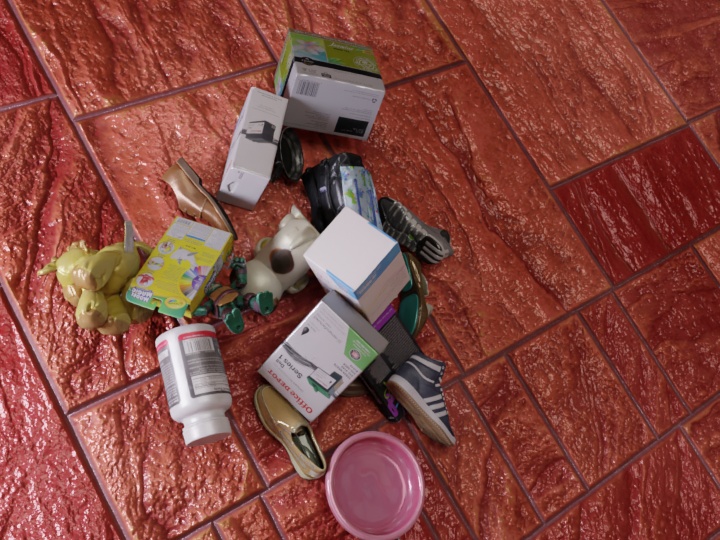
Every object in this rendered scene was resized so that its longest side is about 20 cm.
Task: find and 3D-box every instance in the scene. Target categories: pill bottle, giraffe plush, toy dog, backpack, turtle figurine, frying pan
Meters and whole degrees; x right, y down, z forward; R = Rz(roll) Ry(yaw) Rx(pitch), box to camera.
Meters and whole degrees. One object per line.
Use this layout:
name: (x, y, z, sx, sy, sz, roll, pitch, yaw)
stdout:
pill bottle: (-0.292, 0.204, 1.479, 0.111, 0.111, 0.200, -8, 70, -25)
giraffe plush: (-0.476, 0.011, 1.471, 0.173, 0.162, 0.200, 26, 68, -58)
toy dog: (-0.151, -0.004, 1.601, 0.200, 0.194, 0.140, -42, 102, 1)
backpack: (-0.033, -0.120, 1.715, 0.154, 0.163, 0.200, 9, 70, -36)
turtle figurine: (-0.248, 0.046, 1.519, 0.150, 0.200, 0.101, -49, 131, -14)
frying pan: (-0.156, -0.215, 1.736, 0.031, 0.115, 0.190, -5, 50, 20)

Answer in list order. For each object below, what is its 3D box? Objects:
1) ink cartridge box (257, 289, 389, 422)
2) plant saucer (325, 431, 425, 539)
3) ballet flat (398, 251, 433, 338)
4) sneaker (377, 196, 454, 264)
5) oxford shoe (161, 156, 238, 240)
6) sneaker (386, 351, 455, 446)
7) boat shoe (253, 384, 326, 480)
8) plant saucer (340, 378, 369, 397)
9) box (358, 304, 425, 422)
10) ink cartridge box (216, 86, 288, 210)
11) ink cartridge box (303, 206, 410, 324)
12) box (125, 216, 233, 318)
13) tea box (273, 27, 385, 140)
ink cartridge box: (-0.070, 0.160, 1.535, 0.146, 0.200, 0.084, 43, 21, 2)
plant saucer: (0.023, 0.403, 1.548, 0.200, 0.051, 0.201, 10, 64, -22)
ballet flat: (0.116, 0.056, 1.753, 0.072, 0.068, 0.200, 14, 56, -37)
sneaker: (0.125, -0.088, 1.823, 0.200, 0.075, 0.115, 46, 28, 21)
oxford shoe: (-0.319, -0.128, 1.659, 0.071, 0.071, 0.200, -39, 85, -4)
sneaker: (0.144, 0.249, 1.634, 0.200, 0.070, 0.109, 51, 60, -21)
boat shoe: (-0.121, 0.289, 1.531, 0.072, 0.076, 0.200, -34, 82, -31)
plant saucer: (-0.024, 0.153, 1.663, 0.200, 0.029, 0.200, 9, 63, -18)
box: (0.055, 0.179, 1.642, 0.143, 0.036, 0.200, -44, 107, -32)
ink cartridge box: (-0.221, -0.246, 1.695, 0.084, 0.145, 0.200, 17, 61, -15)
ink cartridge box: (0.000, 0.000, 1.568, 0.128, 0.200, 0.125, 36, 77, 24)
box: (-0.317, 0.001, 1.466, 0.117, 0.048, 0.200, 18, 50, 10)
tea box: (-0.072, -0.404, 1.806, 0.200, 0.134, 0.197, 7, 41, -20)
